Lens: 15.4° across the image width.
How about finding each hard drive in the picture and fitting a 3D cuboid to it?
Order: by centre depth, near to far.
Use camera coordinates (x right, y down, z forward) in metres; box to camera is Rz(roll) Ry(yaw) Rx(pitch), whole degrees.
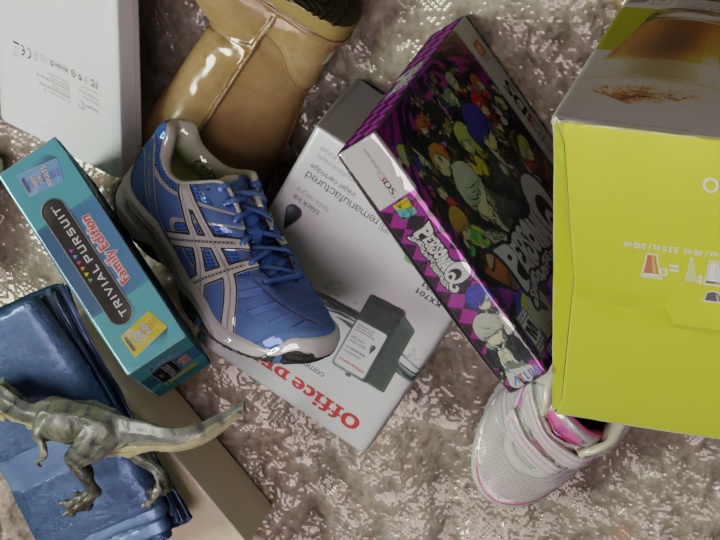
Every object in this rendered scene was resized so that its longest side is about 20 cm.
[{"bbox_3d":[-0.195,-0.175,1.763,0.132,0.027,0.201,27,128,39],"label":"hard drive"}]

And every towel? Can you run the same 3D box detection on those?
[{"bbox_3d":[-0.210,0.112,1.855,0.111,0.049,0.201,-23,105,22],"label":"towel"}]

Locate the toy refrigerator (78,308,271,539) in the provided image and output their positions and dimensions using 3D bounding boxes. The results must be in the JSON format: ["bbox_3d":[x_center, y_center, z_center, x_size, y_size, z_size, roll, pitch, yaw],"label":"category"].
[{"bbox_3d":[-0.159,0.124,1.912,0.076,0.070,0.200,-35,100,25],"label":"toy refrigerator"}]

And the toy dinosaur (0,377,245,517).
[{"bbox_3d":[-0.168,0.120,1.790,0.199,0.048,0.089,5,122,18],"label":"toy dinosaur"}]

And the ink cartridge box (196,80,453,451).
[{"bbox_3d":[0.000,0.000,1.773,0.146,0.083,0.200,33,124,3],"label":"ink cartridge box"}]

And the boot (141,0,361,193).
[{"bbox_3d":[-0.112,-0.134,1.759,0.175,0.066,0.200,36,125,2],"label":"boot"}]

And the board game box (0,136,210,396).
[{"bbox_3d":[-0.165,0.002,1.742,0.047,0.200,0.151,-34,84,-2],"label":"board game box"}]

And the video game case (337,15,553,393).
[{"bbox_3d":[0.078,-0.045,1.650,0.036,0.200,0.182,-30,102,29],"label":"video game case"}]

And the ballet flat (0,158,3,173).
[{"bbox_3d":[-0.292,-0.087,1.861,0.071,0.069,0.201,-15,110,7],"label":"ballet flat"}]

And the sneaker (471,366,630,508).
[{"bbox_3d":[0.133,0.093,1.766,0.081,0.088,0.200,37,124,0],"label":"sneaker"}]

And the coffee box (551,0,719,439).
[{"bbox_3d":[0.232,-0.030,1.597,0.199,0.198,0.201,8,119,17],"label":"coffee box"}]

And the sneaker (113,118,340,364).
[{"bbox_3d":[-0.085,-0.017,1.706,0.200,0.076,0.077,43,129,25],"label":"sneaker"}]
